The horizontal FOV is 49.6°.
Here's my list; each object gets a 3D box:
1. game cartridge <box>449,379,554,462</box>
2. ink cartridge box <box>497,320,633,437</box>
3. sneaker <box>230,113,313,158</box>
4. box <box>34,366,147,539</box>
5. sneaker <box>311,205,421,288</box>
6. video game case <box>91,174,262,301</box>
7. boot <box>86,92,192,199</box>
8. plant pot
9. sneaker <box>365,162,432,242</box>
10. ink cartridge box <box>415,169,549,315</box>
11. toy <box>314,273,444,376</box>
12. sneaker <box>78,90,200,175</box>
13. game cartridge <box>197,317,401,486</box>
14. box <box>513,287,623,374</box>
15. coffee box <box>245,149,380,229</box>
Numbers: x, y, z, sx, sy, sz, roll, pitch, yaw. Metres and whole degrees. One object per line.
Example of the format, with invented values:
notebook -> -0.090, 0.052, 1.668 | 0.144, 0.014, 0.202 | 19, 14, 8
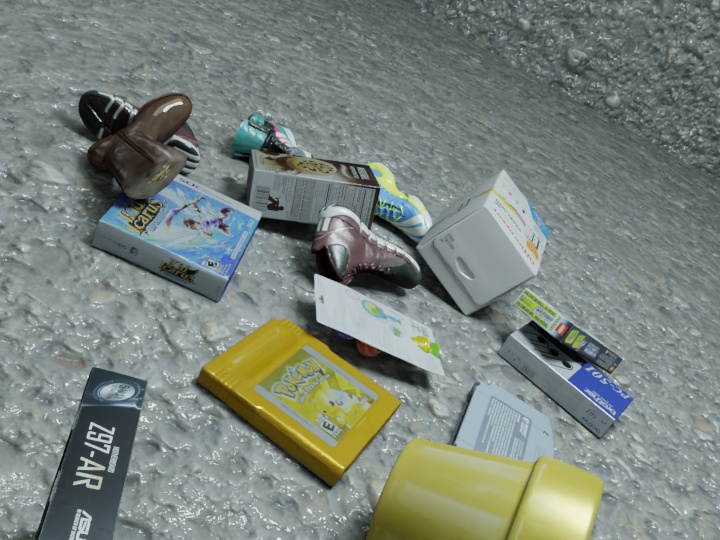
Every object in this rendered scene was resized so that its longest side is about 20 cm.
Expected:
game cartridge -> 0.187, 0.230, 1.018 | 0.133, 0.041, 0.200 | 29, 29, 7
ink cartridge box -> 0.321, 0.165, 1.224 | 0.200, 0.044, 0.094 | 41, 32, 21
sneaker -> -0.160, -0.210, 1.353 | 0.121, 0.084, 0.200 | 14, 24, -34
box -> -0.212, 0.195, 0.561 | 0.043, 0.200, 0.160 | 18, 31, -17
sneaker -> 0.000, 0.000, 1.186 | 0.200, 0.076, 0.116 | 35, 55, -22
video game case -> -0.247, -0.060, 1.088 | 0.181, 0.046, 0.200 | 24, 30, -7
boot -> -0.279, -0.178, 1.096 | 0.200, 0.186, 0.064 | 27, -27, 52
plant pot -> 0.114, 0.262, 0.766 | 0.188, 0.201, 0.201 | 19, 26, 17
sneaker -> 0.040, -0.112, 1.409 | 0.105, 0.076, 0.200 | -19, 52, -30
ink cartridge box -> 0.213, -0.050, 1.324 | 0.147, 0.145, 0.200 | 52, 29, -8
toy -> 0.017, 0.088, 1.083 | 0.200, 0.047, 0.115 | 22, 26, -18
sneaker -> -0.347, -0.230, 1.252 | 0.200, 0.076, 0.116 | 31, 23, -17
game cartridge -> -0.067, 0.145, 0.936 | 0.200, 0.032, 0.176 | 36, 30, 10
box -> 0.339, 0.100, 1.266 | 0.200, 0.035, 0.110 | 29, 11, -46
coffee box -> -0.079, -0.129, 1.247 | 0.199, 0.080, 0.113 | 6, 24, -13
